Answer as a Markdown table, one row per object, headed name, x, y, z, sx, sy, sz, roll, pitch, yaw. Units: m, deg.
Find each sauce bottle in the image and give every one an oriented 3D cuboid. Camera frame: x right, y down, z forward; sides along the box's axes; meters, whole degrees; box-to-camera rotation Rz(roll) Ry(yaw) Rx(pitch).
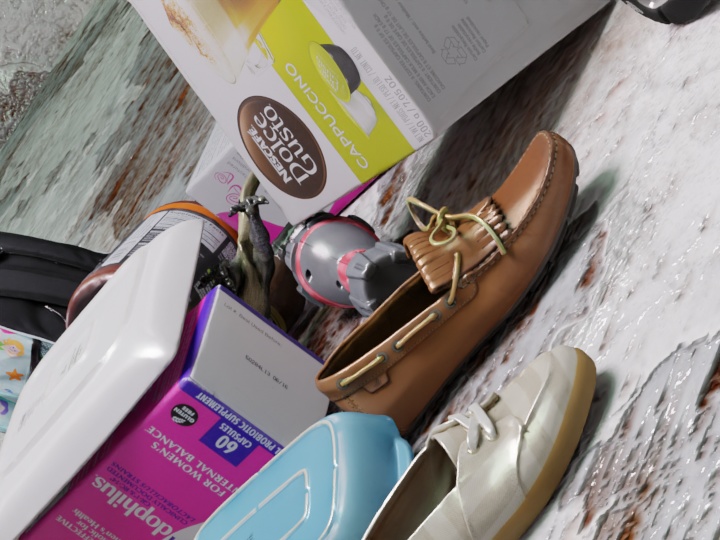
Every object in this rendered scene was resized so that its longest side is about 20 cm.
| name | x | y | z | sx | sy | sz | roll | pitch | yaw |
| --- | --- | --- | --- | --- | --- | --- | --- | --- | --- |
| sauce bottle | -0.086 | 0.037 | 1.458 | 0.201 | 0.064 | 0.065 | -55 | 17 | 2 |

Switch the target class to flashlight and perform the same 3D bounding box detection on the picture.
| name | x | y | z | sx | sy | sz | roll | pitch | yaw |
| --- | --- | --- | --- | --- | --- | --- | --- | --- | --- |
| flashlight | 0.000 | 0.000 | 1.286 | 0.067 | 0.069 | 0.200 | -21 | 9 | -9 |

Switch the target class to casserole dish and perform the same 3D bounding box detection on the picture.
| name | x | y | z | sx | sy | sz | roll | pitch | yaw |
| --- | --- | --- | --- | --- | --- | --- | --- | --- | --- |
| casserole dish | -0.044 | 0.155 | 1.123 | 0.200 | 0.039 | 0.122 | -44 | 31 | 34 |

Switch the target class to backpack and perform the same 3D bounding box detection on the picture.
| name | x | y | z | sx | sy | sz | roll | pitch | yaw |
| --- | --- | --- | --- | --- | --- | --- | --- | --- | --- |
| backpack | -0.270 | 0.053 | 1.699 | 0.178 | 0.198 | 0.151 | -89 | 20 | -61 |

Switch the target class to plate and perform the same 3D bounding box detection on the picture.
| name | x | y | z | sx | sy | sz | roll | pitch | yaw |
| --- | --- | --- | --- | --- | --- | --- | --- | --- | --- |
| plate | -0.180 | 0.068 | 1.312 | 0.200 | 0.032 | 0.200 | -48 | 17 | 21 |

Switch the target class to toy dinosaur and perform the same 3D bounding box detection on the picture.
| name | x | y | z | sx | sy | sz | roll | pitch | yaw |
| --- | --- | --- | --- | --- | --- | --- | --- | --- | --- |
| toy dinosaur | -0.078 | -0.005 | 1.385 | 0.088 | 0.047 | 0.202 | 63 | -153 | -67 |

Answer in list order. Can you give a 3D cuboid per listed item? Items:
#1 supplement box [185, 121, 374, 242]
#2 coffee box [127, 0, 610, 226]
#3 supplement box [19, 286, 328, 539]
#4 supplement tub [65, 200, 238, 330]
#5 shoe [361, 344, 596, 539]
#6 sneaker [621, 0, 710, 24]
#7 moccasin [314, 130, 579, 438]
| name | x | y | z | sx | sy | sz | roll | pitch | yaw |
| --- | --- | --- | --- | --- | --- | --- | --- | --- | --- |
| supplement box | -0.033 | -0.114 | 1.548 | 0.200 | 0.101 | 0.104 | -41 | 21 | 36 |
| coffee box | 0.003 | -0.184 | 1.326 | 0.200 | 0.200 | 0.197 | -40 | 7 | -33 |
| supplement box | -0.121 | 0.124 | 1.296 | 0.200 | 0.101 | 0.104 | -44 | 19 | 32 |
| supplement tub | -0.149 | 0.012 | 1.576 | 0.107 | 0.107 | 0.200 | -44 | 5 | 28 |
| shoe | 0.045 | 0.115 | 0.976 | 0.201 | 0.053 | 0.070 | -55 | 17 | -2 |
| sneaker | 0.219 | -0.221 | 1.125 | 0.116 | 0.075 | 0.200 | -62 | 16 | -19 |
| moccasin | 0.050 | 0.001 | 1.143 | 0.202 | 0.078 | 0.074 | -50 | 18 | 14 |
